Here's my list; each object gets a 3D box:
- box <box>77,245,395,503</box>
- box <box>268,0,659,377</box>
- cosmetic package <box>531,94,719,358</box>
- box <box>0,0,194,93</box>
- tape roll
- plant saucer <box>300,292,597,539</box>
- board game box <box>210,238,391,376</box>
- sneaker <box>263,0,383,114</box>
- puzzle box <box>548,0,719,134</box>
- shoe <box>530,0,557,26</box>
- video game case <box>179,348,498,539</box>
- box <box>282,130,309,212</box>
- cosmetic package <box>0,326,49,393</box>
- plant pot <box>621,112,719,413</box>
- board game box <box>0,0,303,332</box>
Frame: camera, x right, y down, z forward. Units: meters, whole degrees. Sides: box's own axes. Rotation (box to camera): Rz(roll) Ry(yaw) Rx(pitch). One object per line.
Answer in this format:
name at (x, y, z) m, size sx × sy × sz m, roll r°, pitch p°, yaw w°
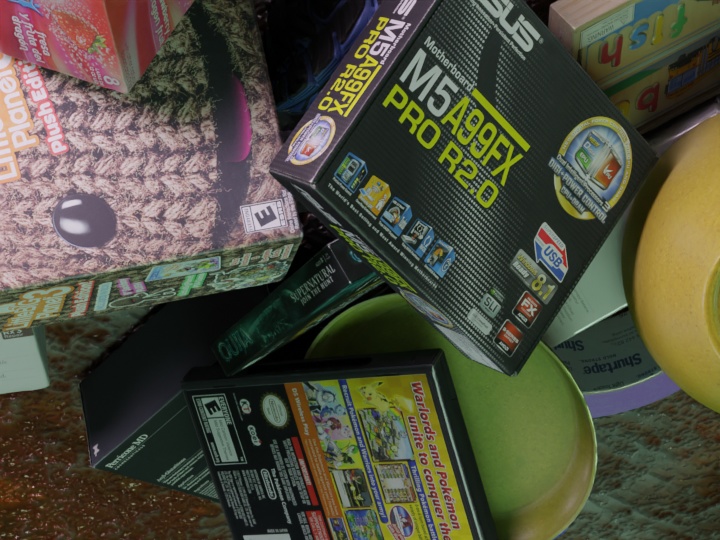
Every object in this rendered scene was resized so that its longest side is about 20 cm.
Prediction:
box at (-0.081, 0.073, 1.511) m, size 0.141 × 0.079 × 0.200 m, roll 20°, pitch 131°, yaw -42°
box at (0.062, -0.060, 1.200) m, size 0.200 × 0.044 × 0.161 m, roll 43°, pitch 77°, yaw -37°
cosmetic package at (0.162, -0.026, 1.381) m, size 0.199 × 0.085 × 0.108 m, roll -29°, pitch -176°, yaw 16°
box at (-0.150, -0.201, 1.102) m, size 0.094 × 0.103 × 0.200 m, roll 19°, pitch 147°, yaw 20°
tape roll at (0.173, 0.022, 1.539) m, size 0.199 × 0.066 × 0.201 m, roll -9°, pitch 143°, yaw -7°
plant saucer at (0.057, 0.094, 1.372) m, size 0.199 × 0.031 × 0.201 m, roll 10°, pitch 122°, yaw 17°
board game box at (0.000, 0.000, 1.316) m, size 0.135 × 0.028 × 0.200 m, roll -28°, pitch 175°, yaw -30°
sneaker at (0.018, -0.150, 1.249) m, size 0.078 × 0.076 × 0.200 m, roll 23°, pitch 134°, yaw -39°
puzzle box at (0.196, -0.147, 1.306) m, size 0.199 × 0.025 × 0.133 m, roll -28°, pitch 147°, yaw -18°
shoe at (0.087, -0.121, 1.325) m, size 0.199 × 0.070 × 0.053 m, roll -23°, pitch 137°, yaw 7°
video game case at (-0.006, 0.147, 1.396) m, size 0.180 × 0.026 × 0.201 m, roll -5°, pitch 116°, yaw 25°
box at (-0.108, -0.059, 1.369) m, size 0.199 × 0.039 × 0.042 m, roll -4°, pitch 143°, yaw -12°
cosmetic package at (-0.266, -0.005, 1.354) m, size 0.112 × 0.081 × 0.200 m, roll -11°, pitch 143°, yaw -2°
plant pot at (0.247, 0.008, 1.244) m, size 0.199 × 0.142 × 0.201 m, roll 2°, pitch 101°, yaw 9°
board game box at (-0.148, -0.064, 1.222) m, size 0.199 × 0.160 × 0.097 m, roll -11°, pitch 167°, yaw -11°
